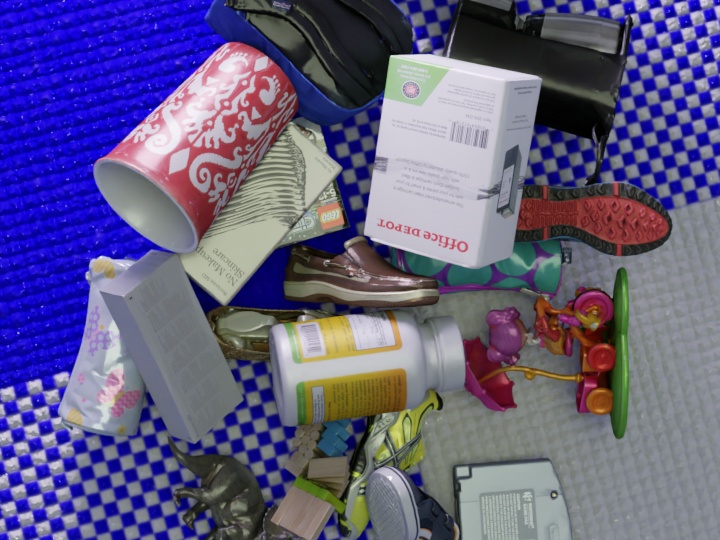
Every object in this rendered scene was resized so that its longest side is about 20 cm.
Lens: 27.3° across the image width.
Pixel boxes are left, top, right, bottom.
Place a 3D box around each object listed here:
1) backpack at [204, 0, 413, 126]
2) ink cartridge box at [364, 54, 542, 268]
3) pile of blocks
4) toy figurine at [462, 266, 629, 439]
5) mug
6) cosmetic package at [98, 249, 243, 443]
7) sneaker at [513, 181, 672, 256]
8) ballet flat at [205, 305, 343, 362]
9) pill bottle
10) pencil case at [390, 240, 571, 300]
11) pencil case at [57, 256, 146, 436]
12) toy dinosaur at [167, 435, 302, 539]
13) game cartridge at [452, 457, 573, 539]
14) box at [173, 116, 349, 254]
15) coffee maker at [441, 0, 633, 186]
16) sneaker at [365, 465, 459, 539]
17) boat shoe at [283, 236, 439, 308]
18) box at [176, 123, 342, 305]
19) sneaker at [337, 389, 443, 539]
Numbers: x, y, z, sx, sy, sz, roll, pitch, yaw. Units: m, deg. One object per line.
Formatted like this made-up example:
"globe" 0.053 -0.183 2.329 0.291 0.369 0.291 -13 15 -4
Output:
"backpack" -0.047 -0.263 1.625 0.200 0.168 0.163 42 75 -7
"ink cartridge box" 0.096 -0.118 1.573 0.145 0.084 0.200 17 107 29
"pile of blocks" -0.037 0.213 1.647 0.082 0.062 0.200 -5 61 26
"toy figurine" 0.203 0.091 1.664 0.184 0.150 0.200 0 115 3
"mug" -0.178 -0.134 1.570 0.133 0.177 0.200 49 63 -23
"cosmetic package" -0.204 0.083 1.610 0.083 0.051 0.200 -42 125 -34
"sneaker" 0.242 -0.066 1.628 0.200 0.096 0.079 8 100 9
"ballet flat" -0.086 0.072 1.665 0.200 0.065 0.071 -1 66 -8
"pill bottle" 0.007 0.102 1.607 0.200 0.111 0.111 -7 90 -9
"pencil case" 0.133 -0.008 1.686 0.200 0.085 0.093 -1 70 -6
"pencil case" -0.272 0.084 1.639 0.091 0.083 0.200 12 89 -20
"toy dinosaur" -0.148 0.260 1.667 0.102 0.077 0.200 -35 89 -18
"game cartridge" 0.178 0.319 1.712 0.133 0.040 0.200 -3 90 -3
"box" -0.126 -0.086 1.681 0.200 0.038 0.137 -17 91 -6
"coffee maker" 0.188 -0.214 1.650 0.200 0.135 0.192 12 52 5
"sneaker" 0.059 0.275 1.646 0.079 0.200 0.078 -32 49 -24
"boat shoe" -0.004 0.000 1.628 0.202 0.075 0.075 3 93 34
"box" -0.114 -0.060 1.628 0.082 0.068 0.200 39 85 -5
"sneaker" 0.031 0.214 1.677 0.076 0.075 0.200 22 88 -5
